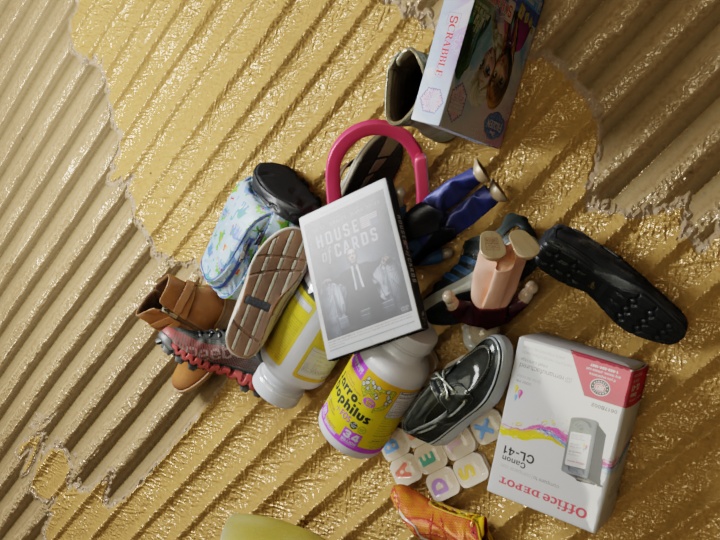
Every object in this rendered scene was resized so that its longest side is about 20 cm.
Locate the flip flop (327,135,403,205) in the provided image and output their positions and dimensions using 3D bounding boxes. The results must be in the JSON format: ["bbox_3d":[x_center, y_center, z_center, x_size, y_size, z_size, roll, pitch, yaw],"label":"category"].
[{"bbox_3d":[-0.012,-0.122,1.112,0.201,0.080,0.058,-57,50,24],"label":"flip flop"}]

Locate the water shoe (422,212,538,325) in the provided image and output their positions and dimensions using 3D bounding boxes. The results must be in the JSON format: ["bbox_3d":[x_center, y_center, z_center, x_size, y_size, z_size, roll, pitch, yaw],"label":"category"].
[{"bbox_3d":[0.155,0.003,1.017,0.199,0.071,0.080,-35,42,31],"label":"water shoe"}]

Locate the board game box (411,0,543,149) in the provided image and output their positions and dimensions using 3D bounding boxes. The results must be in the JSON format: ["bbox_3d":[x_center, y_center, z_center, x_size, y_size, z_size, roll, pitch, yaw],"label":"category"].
[{"bbox_3d":[0.149,-0.263,0.933,0.041,0.199,0.202,21,101,29],"label":"board game box"}]

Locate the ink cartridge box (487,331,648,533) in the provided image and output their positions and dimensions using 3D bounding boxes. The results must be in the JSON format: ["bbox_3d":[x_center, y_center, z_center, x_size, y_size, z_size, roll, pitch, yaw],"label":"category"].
[{"bbox_3d":[0.252,0.192,0.935,0.146,0.085,0.203,14,96,31],"label":"ink cartridge box"}]

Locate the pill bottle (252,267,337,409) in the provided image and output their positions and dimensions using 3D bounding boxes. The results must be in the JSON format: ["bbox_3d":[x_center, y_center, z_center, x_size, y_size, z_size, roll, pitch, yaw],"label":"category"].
[{"bbox_3d":[-0.078,0.102,1.123,0.112,0.112,0.201,42,110,24],"label":"pill bottle"}]

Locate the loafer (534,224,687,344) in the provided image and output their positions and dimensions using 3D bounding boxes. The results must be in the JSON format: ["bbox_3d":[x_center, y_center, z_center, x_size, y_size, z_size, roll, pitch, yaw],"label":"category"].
[{"bbox_3d":[0.304,0.011,0.912,0.200,0.070,0.068,36,140,12],"label":"loafer"}]

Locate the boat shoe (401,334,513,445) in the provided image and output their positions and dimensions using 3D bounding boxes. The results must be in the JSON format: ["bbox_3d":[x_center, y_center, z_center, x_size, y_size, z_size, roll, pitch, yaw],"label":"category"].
[{"bbox_3d":[0.121,0.159,0.978,0.201,0.070,0.073,-59,33,31],"label":"boat shoe"}]

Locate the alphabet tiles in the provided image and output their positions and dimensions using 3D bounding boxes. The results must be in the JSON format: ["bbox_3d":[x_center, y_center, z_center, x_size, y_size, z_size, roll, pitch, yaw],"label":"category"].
[{"bbox_3d":[0.101,0.213,1.069,0.195,0.015,0.202,-34,73,28],"label":"alphabet tiles"}]

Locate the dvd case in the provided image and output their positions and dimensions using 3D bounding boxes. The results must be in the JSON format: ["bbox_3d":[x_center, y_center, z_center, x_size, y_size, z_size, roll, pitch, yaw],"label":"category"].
[{"bbox_3d":[0.000,0.000,0.993,0.149,0.025,0.203,-22,74,30],"label":"dvd case"}]

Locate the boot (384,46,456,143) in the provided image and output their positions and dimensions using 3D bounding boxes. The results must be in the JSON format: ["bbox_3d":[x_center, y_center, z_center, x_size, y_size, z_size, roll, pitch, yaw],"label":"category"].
[{"bbox_3d":[0.104,-0.272,0.986,0.072,0.154,0.202,26,103,29],"label":"boot"}]

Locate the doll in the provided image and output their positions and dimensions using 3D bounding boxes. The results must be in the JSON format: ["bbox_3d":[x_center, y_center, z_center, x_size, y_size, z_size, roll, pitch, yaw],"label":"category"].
[{"bbox_3d":[0.092,-0.065,1.018,0.199,0.136,0.049,-39,31,17],"label":"doll"}]

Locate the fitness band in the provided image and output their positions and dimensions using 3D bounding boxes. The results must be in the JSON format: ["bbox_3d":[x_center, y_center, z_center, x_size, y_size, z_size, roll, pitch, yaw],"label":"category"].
[{"bbox_3d":[0.024,-0.106,1.050,0.141,0.038,0.203,-3,113,4],"label":"fitness band"}]

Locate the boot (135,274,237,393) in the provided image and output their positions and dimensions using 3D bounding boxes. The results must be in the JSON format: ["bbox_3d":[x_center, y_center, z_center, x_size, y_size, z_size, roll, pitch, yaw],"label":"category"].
[{"bbox_3d":[-0.291,0.103,1.223,0.200,0.154,0.077,-48,40,20],"label":"boot"}]

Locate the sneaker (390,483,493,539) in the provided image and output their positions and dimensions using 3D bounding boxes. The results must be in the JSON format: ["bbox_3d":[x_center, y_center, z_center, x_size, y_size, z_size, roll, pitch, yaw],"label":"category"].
[{"bbox_3d":[0.128,0.346,1.027,0.199,0.073,0.078,33,99,18],"label":"sneaker"}]

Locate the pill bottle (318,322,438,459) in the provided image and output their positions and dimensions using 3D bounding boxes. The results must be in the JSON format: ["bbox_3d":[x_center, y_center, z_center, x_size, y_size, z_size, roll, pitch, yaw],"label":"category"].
[{"bbox_3d":[0.027,0.152,1.039,0.104,0.104,0.201,41,117,25],"label":"pill bottle"}]

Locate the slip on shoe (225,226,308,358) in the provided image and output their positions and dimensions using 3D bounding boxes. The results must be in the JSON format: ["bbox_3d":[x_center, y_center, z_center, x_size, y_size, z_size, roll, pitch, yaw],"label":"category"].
[{"bbox_3d":[-0.130,0.029,1.086,0.075,0.061,0.202,23,96,-3],"label":"slip on shoe"}]

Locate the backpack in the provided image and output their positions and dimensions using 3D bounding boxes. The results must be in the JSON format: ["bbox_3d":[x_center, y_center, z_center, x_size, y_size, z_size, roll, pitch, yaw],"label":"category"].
[{"bbox_3d":[-0.158,-0.045,1.162,0.164,0.152,0.202,55,135,48],"label":"backpack"}]

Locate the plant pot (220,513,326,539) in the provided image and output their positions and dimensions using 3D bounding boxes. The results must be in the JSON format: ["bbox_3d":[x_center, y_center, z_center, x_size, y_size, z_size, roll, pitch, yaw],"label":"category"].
[{"bbox_3d":[-0.113,0.455,1.118,0.140,0.200,0.203,-7,85,6],"label":"plant pot"}]

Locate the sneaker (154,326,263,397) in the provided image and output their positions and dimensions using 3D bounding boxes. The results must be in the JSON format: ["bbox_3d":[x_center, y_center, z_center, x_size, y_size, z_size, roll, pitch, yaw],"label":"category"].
[{"bbox_3d":[-0.215,0.119,1.187,0.099,0.199,0.071,-65,19,0],"label":"sneaker"}]

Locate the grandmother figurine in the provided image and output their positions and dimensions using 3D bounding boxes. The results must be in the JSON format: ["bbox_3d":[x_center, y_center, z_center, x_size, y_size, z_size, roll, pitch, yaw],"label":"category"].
[{"bbox_3d":[0.161,0.038,0.954,0.119,0.201,0.061,4,48,3],"label":"grandmother figurine"}]
